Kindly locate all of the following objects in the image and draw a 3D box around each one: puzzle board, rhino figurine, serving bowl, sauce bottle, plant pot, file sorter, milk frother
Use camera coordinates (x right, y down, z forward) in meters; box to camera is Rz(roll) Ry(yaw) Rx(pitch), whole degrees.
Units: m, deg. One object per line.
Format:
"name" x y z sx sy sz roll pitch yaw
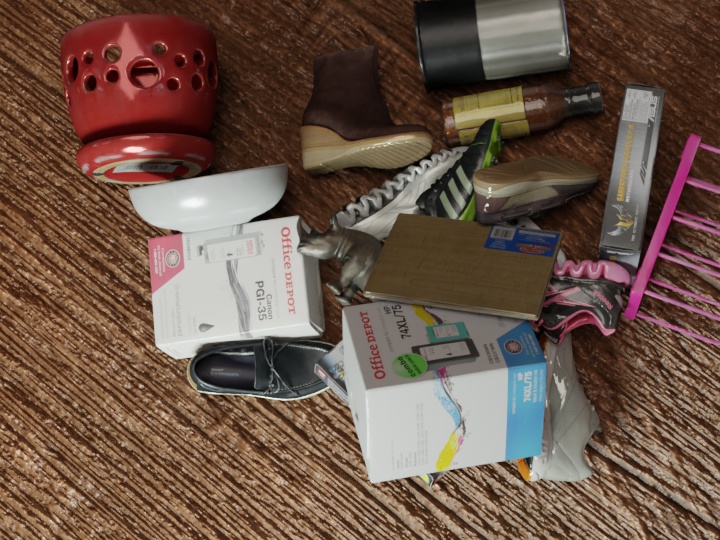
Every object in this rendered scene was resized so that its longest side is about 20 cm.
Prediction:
"puzzle board" 0.119 -0.005 1.520 0.200 0.017 0.151 8 41 16
"rhino figurine" 0.000 0.000 1.612 0.200 0.060 0.087 39 79 12
"serving bowl" -0.185 -0.086 1.661 0.200 0.200 0.066 -9 96 9
"sauce bottle" 0.203 -0.199 1.675 0.200 0.066 0.066 -7 74 7
"plant pot" -0.279 -0.211 1.706 0.200 0.200 0.183 -5 83 9
"file sorter" 0.403 -0.029 1.553 0.125 0.139 0.200 20 80 12
"milk frother" 0.156 -0.337 1.651 0.188 0.200 0.181 -8 70 8

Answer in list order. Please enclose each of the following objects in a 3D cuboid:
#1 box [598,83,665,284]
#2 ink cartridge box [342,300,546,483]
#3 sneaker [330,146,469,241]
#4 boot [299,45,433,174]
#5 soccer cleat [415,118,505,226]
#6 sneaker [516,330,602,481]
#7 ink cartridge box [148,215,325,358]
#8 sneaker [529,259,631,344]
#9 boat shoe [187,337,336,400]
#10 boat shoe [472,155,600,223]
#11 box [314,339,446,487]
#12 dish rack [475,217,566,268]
"box" 0.318 -0.099 1.575 0.048 0.158 0.200 10 78 11
"ink cartridge box" 0.090 0.124 1.494 0.200 0.146 0.147 -9 39 -7
"sneaker" 0.063 -0.087 1.675 0.200 0.075 0.081 -32 91 -1
"boot" 0.009 -0.213 1.688 0.200 0.072 0.167 -6 68 34
"soccer cleat" 0.116 -0.097 1.619 0.081 0.068 0.200 19 82 17
"sneaker" 0.242 0.156 1.577 0.092 0.076 0.200 11 74 -8
"ink cartridge box" -0.155 0.020 1.673 0.200 0.083 0.147 -9 74 8
"sneaker" 0.212 0.037 1.553 0.200 0.079 0.095 1 75 18
"boat shoe" -0.116 0.121 1.642 0.200 0.062 0.075 -1 79 0
"boat shoe" 0.208 -0.095 1.606 0.072 0.200 0.065 31 121 39
"box" 0.052 0.151 1.604 0.110 0.035 0.200 -40 74 -19
"dish rack" 0.135 0.007 1.643 0.200 0.044 0.172 -43 73 -3
